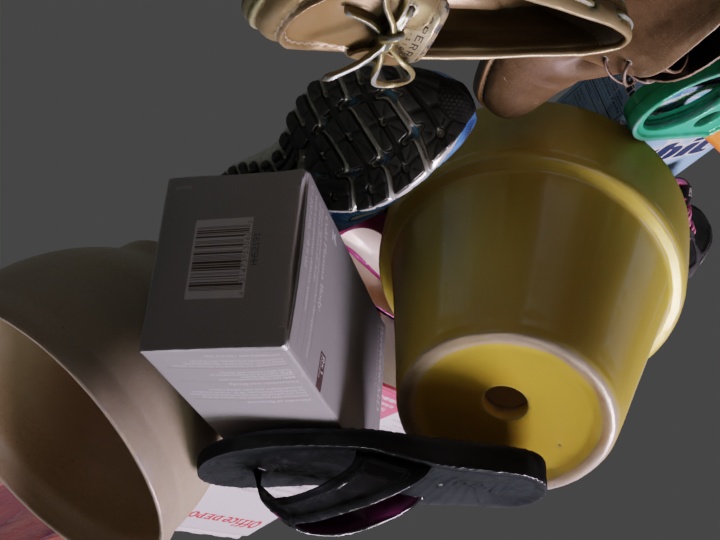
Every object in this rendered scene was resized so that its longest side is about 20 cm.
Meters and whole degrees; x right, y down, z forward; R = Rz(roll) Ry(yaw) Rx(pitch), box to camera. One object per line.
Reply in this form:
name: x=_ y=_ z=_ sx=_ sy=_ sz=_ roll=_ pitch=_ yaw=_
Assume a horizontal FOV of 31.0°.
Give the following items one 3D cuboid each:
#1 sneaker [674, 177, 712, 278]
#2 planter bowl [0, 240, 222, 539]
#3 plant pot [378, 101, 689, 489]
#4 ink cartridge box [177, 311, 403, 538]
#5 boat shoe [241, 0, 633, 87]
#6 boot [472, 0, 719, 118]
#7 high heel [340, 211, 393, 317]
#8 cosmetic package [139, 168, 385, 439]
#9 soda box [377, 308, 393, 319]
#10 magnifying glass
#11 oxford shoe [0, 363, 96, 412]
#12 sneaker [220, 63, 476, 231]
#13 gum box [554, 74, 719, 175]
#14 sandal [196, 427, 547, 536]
sneaker: x=0.229 y=-0.035 z=1.000 sx=0.200 sy=0.079 sz=0.095 roll=-8 pitch=151 yaw=-49
planter bowl: x=-0.154 y=0.064 z=0.814 sx=0.135 sy=0.200 sz=0.200 roll=-43 pitch=180 yaw=-35
plant pot: x=0.102 y=0.025 z=0.810 sx=0.201 sy=0.201 sz=0.189 roll=-30 pitch=-155 yaw=32
ink cartridge box: x=-0.055 y=0.111 z=0.955 sx=0.200 sy=0.083 sz=0.146 roll=-32 pitch=154 yaw=15
boat shoe: x=0.043 y=-0.126 z=0.606 sx=0.200 sy=0.063 sz=0.073 roll=-13 pitch=164 yaw=-25
boot: x=0.136 y=-0.125 z=0.711 sx=0.074 sy=0.076 sz=0.200 roll=-10 pitch=163 yaw=-39
high heel: x=0.000 y=0.000 z=0.918 sx=0.067 sy=0.096 sz=0.200 roll=-27 pitch=164 yaw=22
cosmetic package: x=-0.047 y=0.037 z=0.737 sx=0.090 sy=0.107 sz=0.200 roll=-3 pitch=154 yaw=16
soda box: x=-0.017 y=0.067 z=1.094 sx=0.071 sy=0.063 sz=0.200 roll=-36 pitch=163 yaw=-29
magnifying glass: x=0.225 y=-0.100 z=0.842 sx=0.080 sy=0.022 sz=0.200 roll=-29 pitch=164 yaw=21
oxford shoe: x=-0.184 y=0.055 z=0.936 sx=0.200 sy=0.073 sz=0.071 roll=-11 pitch=-167 yaw=-32
sneaker: x=-0.002 y=-0.068 z=0.758 sx=0.090 sy=0.079 sz=0.200 roll=-20 pitch=177 yaw=-42
gum box: x=0.196 y=-0.102 z=0.923 sx=0.170 sy=0.045 sz=0.200 roll=-12 pitch=163 yaw=-32
sandal: x=0.006 y=0.122 z=0.730 sx=0.200 sy=0.048 sz=0.075 roll=3 pitch=150 yaw=1
